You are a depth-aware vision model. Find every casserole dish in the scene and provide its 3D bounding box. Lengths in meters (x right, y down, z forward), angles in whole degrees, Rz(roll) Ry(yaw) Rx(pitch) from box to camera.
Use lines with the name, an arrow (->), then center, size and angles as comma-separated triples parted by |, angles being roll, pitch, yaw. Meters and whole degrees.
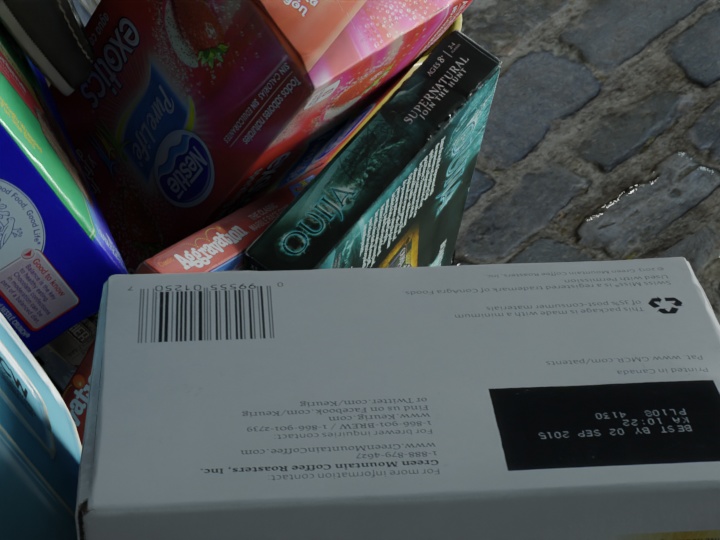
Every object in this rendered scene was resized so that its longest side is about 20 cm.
casserole dish -> -0.137, 0.028, 0.585 | 0.201, 0.039, 0.121 | 60, 1, -34

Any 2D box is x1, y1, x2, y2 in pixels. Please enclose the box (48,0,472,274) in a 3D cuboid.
box -> -0.052, -0.084, 0.775 | 0.096, 0.099, 0.200 | 53, -35, 4

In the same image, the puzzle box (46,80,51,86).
puzzle box -> -0.094, -0.022, 0.907 | 0.201, 0.025, 0.133 | 60, 21, 1

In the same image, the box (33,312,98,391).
box -> -0.154, -0.019, 0.910 | 0.137, 0.040, 0.200 | 57, 3, -40

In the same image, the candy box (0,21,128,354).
candy box -> -0.176, -0.084, 0.706 | 0.169, 0.077, 0.200 | 58, 1, -44

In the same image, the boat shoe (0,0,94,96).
boat shoe -> -0.144, -0.162, 0.703 | 0.201, 0.057, 0.067 | 60, -1, -19

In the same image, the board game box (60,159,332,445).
board game box -> -0.063, 0.017, 0.762 | 0.019, 0.103, 0.200 | 38, 23, 7

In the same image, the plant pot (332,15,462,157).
plant pot -> -0.059, -0.110, 1.058 | 0.201, 0.198, 0.143 | 61, -40, 44

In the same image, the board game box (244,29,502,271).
board game box -> 0.000, 0.000, 0.811 | 0.028, 0.135, 0.200 | 36, -25, 13

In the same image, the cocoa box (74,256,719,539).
cocoa box -> 0.017, 0.086, 0.587 | 0.134, 0.198, 0.132 | -99, -172, -60
